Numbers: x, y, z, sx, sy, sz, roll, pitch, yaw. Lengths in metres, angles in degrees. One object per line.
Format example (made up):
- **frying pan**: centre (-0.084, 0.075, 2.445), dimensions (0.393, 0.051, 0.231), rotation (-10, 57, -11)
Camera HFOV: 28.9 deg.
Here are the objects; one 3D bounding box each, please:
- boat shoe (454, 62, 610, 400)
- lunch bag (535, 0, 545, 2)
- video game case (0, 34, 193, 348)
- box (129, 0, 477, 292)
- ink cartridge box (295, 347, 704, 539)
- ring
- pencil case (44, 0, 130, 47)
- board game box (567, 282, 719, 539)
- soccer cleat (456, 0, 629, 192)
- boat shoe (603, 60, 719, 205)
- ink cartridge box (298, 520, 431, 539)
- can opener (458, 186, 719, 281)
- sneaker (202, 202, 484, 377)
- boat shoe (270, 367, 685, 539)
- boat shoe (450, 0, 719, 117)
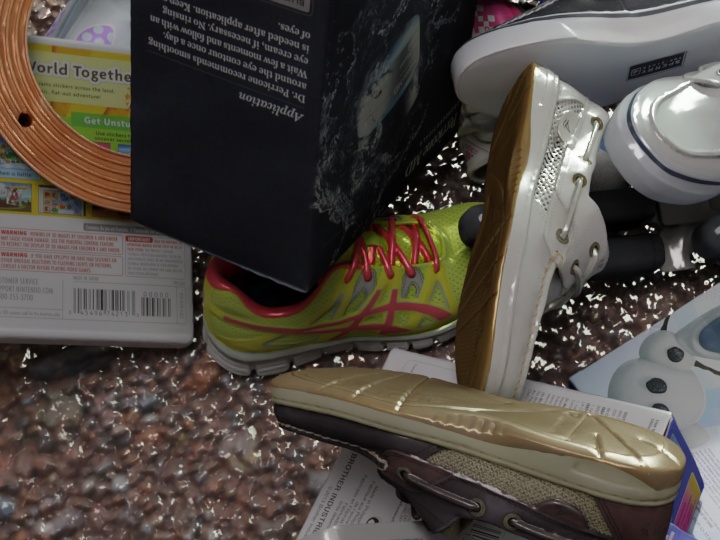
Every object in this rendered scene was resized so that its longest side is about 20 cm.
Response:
- **boat shoe**: centre (0.097, -0.016, 0.715), dimensions (0.068, 0.071, 0.202), rotation (20, 61, -9)
- **lunch bag**: centre (0.086, -0.285, 0.889), dimensions (0.122, 0.172, 0.201), rotation (10, 27, -28)
- **video game case**: centre (-0.195, -0.049, 0.814), dimensions (0.197, 0.023, 0.185), rotation (3, 75, -24)
- **box**: centre (-0.022, -0.134, 0.738), dimensions (0.116, 0.202, 0.197), rotation (21, 39, 18)
- **ink cartridge box**: centre (0.079, 0.130, 0.686), dimensions (0.198, 0.077, 0.138), rotation (10, 60, 37)
- **ring**: centre (-0.138, -0.130, 0.840), dimensions (0.198, 0.019, 0.204), rotation (7, 74, -23)
- **pencil case**: centre (-0.187, -0.109, 0.892), dimensions (0.082, 0.091, 0.202), rotation (19, 65, 19)
- **board game box**: centre (0.246, 0.088, 0.735), dimensions (0.197, 0.044, 0.201), rotation (-31, 60, -7)
- **soccer cleat**: centre (0.083, -0.106, 0.860), dimensions (0.086, 0.070, 0.201), rotation (-31, 60, -11)
- **boat shoe**: centre (0.208, -0.093, 0.776), dimensions (0.199, 0.067, 0.074), rotation (-22, 71, -48)
- **ink cartridge box**: centre (-0.016, 0.231, 0.612), dimensions (0.144, 0.084, 0.203), rotation (-30, 67, 29)
- **can opener**: centre (0.156, -0.026, 0.782), dimensions (0.197, 0.067, 0.054), rotation (-7, 78, -15)
- **sneaker**: centre (0.000, 0.000, 0.799), dimensions (0.197, 0.091, 0.079), rotation (-19, 56, -5)
- **boat shoe**: centre (0.045, 0.089, 0.629), dimensions (0.197, 0.072, 0.066), rotation (10, 100, 23)
- **boat shoe**: centre (0.141, -0.142, 0.804), dimensions (0.197, 0.072, 0.069), rotation (-14, 60, -9)
